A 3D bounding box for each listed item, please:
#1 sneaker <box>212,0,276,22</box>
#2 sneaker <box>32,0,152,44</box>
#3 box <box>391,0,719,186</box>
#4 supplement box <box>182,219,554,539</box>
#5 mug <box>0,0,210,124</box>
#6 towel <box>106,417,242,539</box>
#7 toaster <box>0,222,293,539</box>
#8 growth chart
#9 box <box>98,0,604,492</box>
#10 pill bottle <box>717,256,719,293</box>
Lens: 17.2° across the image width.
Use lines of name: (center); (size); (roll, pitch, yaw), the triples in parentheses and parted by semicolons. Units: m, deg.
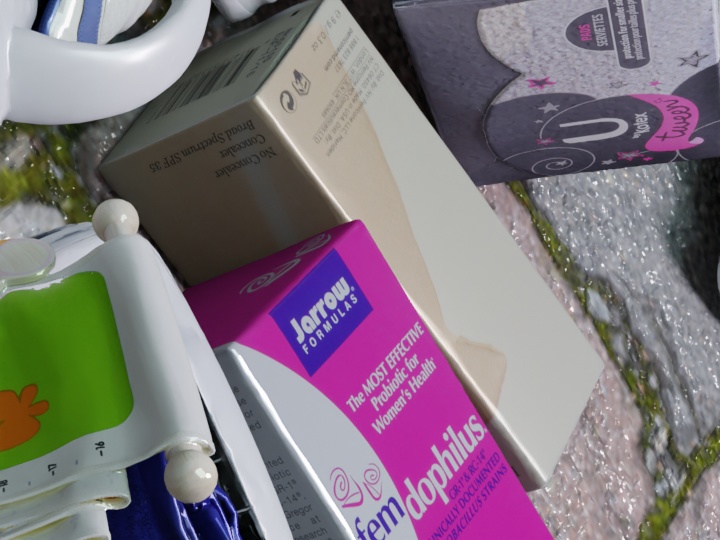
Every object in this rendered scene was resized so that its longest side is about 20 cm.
sneaker: (-0.028, -0.178, 0.973); (0.201, 0.082, 0.075); (-96, 160, -45)
sneaker: (-0.145, -0.164, 0.861); (0.200, 0.075, 0.088); (54, 41, -17)
box: (0.087, -0.125, 1.011); (0.200, 0.131, 0.115); (62, 23, -69)
supplement box: (-0.008, 0.099, 0.885); (0.201, 0.103, 0.101); (57, 40, -12)
mug: (-0.146, -0.094, 0.740); (0.176, 0.199, 0.148); (-81, 179, -53)
towel: (-0.112, 0.134, 0.673); (0.050, 0.199, 0.149); (-1, 74, -70)
toaster: (-0.110, 0.069, 0.753); (0.113, 0.129, 0.201); (-27, 95, -53)
growth chart: (-0.135, 0.049, 0.630); (0.145, 0.199, 0.018); (-126, -161, -48)
box: (0.000, 0.000, 0.946); (0.200, 0.095, 0.078); (52, 42, -19)
pill bottle: (0.253, -0.060, 1.259); (0.113, 0.113, 0.201); (46, 43, -26)
